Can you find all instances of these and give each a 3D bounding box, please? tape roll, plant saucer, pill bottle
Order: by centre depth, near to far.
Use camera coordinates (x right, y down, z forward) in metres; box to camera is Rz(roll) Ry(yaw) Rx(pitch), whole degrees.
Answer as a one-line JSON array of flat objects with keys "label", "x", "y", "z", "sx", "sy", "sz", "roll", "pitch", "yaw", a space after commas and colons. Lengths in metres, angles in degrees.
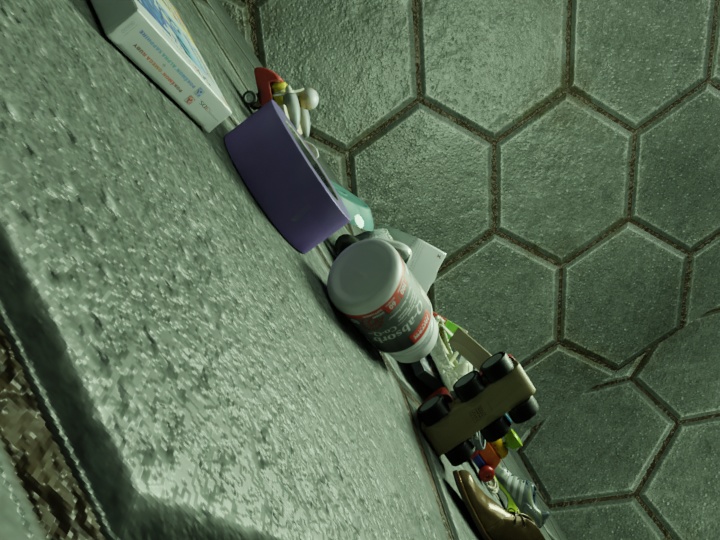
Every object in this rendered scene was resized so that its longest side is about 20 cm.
[{"label": "tape roll", "x": -0.100, "y": -0.131, "z": 0.830, "sx": 0.202, "sy": 0.084, "sz": 0.200, "roll": 56, "pitch": 6, "yaw": -10}, {"label": "pill bottle", "x": 0.041, "y": 0.053, "z": 0.865, "sx": 0.200, "sy": 0.115, "sz": 0.117, "roll": 50, "pitch": 9, "yaw": -49}, {"label": "plant saucer", "x": -0.050, "y": -0.146, "z": 1.161, "sx": 0.197, "sy": 0.036, "sz": 0.200, "roll": 31, "pitch": 12, "yaw": -7}]

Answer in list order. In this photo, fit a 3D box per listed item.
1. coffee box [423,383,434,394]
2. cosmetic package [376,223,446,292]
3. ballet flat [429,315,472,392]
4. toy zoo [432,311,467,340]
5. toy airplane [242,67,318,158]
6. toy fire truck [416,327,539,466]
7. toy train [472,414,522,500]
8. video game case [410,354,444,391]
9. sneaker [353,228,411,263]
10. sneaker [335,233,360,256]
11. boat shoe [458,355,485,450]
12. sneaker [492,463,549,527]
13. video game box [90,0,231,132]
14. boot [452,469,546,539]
[{"label": "coffee box", "x": 0.169, "y": 0.239, "z": 1.302, "sx": 0.124, "sy": 0.044, "sz": 0.200, "roll": 58, "pitch": 6, "yaw": 13}, {"label": "cosmetic package", "x": 0.082, "y": -0.019, "z": 1.213, "sx": 0.080, "sy": 0.115, "sz": 0.199, "roll": 26, "pitch": 1, "yaw": -23}, {"label": "ballet flat", "x": 0.168, "y": 0.169, "z": 1.084, "sx": 0.203, "sy": 0.071, "sz": 0.072, "roll": 63, "pitch": 9, "yaw": 30}, {"label": "toy zoo", "x": 0.129, "y": 0.096, "z": 1.232, "sx": 0.197, "sy": 0.021, "sz": 0.131, "roll": 30, "pitch": -10, "yaw": 9}, {"label": "toy airplane", "x": -0.143, "y": -0.328, "z": 1.248, "sx": 0.200, "sy": 0.140, "sz": 0.202, "roll": 51, "pitch": 8, "yaw": -49}, {"label": "toy fire truck", "x": 0.169, "y": 0.185, "z": 0.935, "sx": 0.130, "sy": 0.174, "sz": 0.200, "roll": 55, "pitch": 5, "yaw": -1}, {"label": "toy train", "x": 0.278, "y": 0.366, "z": 1.175, "sx": 0.202, "sy": 0.115, "sz": 0.085, "roll": 54, "pitch": 6, "yaw": -22}, {"label": "video game case", "x": 0.133, "y": 0.165, "z": 1.158, "sx": 0.200, "sy": 0.025, "sz": 0.183, "roll": 41, "pitch": 19, "yaw": -45}, {"label": "sneaker", "x": 0.036, "y": -0.051, "z": 1.157, "sx": 0.198, "sy": 0.087, "sz": 0.076, "roll": 13, "pitch": -43, "yaw": 53}, {"label": "sneaker", "x": 0.000, "y": 0.000, "z": 1.049, "sx": 0.202, "sy": 0.066, "sz": 0.091, "roll": 63, "pitch": 6, "yaw": 31}, {"label": "boat shoe", "x": 0.221, "y": 0.241, "z": 1.111, "sx": 0.072, "sy": 0.067, "sz": 0.204, "roll": 44, "pitch": 49, "yaw": -42}, {"label": "sneaker", "x": 0.337, "y": 0.473, "z": 1.270, "sx": 0.202, "sy": 0.080, "sz": 0.074, "roll": 61, "pitch": 7, "yaw": 35}, {"label": "video game box", "x": -0.239, "y": -0.280, "z": 0.655, "sx": 0.202, "sy": 0.046, "sz": 0.182, "roll": 60, "pitch": 4, "yaw": 23}, {"label": "boot", "x": 0.199, "y": 0.349, "z": 0.814, "sx": 0.202, "sy": 0.075, "sz": 0.074, "roll": 55, "pitch": 7, "yaw": -9}]
